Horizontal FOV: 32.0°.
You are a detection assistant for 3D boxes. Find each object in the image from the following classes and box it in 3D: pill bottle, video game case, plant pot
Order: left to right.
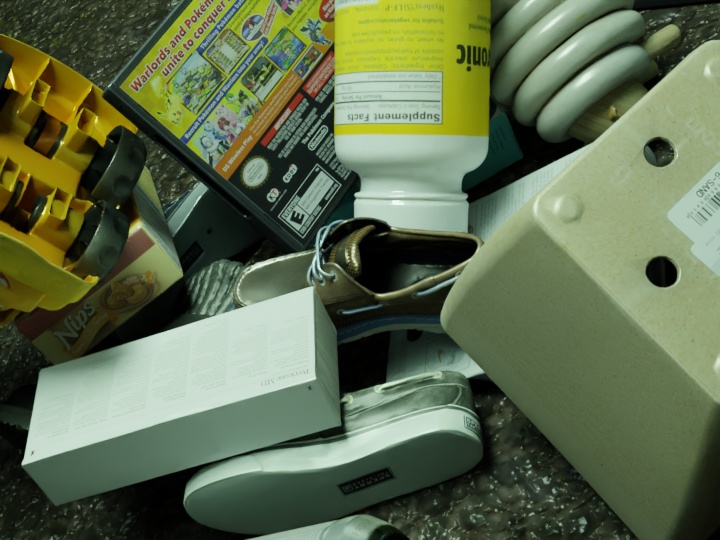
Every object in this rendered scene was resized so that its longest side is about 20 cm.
[{"bbox_3d":[-0.061,-0.141,0.927,0.201,0.180,0.025,-55,12,-24],"label":"video game case"},{"bbox_3d":[0.036,-0.126,0.874,0.110,0.111,0.203,4,96,33],"label":"pill bottle"},{"bbox_3d":[0.174,0.002,0.659,0.199,0.177,0.200,-40,71,-10],"label":"plant pot"}]

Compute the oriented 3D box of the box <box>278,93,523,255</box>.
[{"bbox_3d":[0.020,-0.077,0.976,0.198,0.049,0.083,-30,42,3],"label":"box"}]

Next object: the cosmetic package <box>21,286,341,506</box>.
[{"bbox_3d":[-0.112,0.082,0.800,0.197,0.051,0.083,-17,39,11],"label":"cosmetic package"}]

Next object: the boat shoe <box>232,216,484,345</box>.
[{"bbox_3d":[0.000,0.000,0.829,0.197,0.073,0.073,-6,52,17],"label":"boat shoe"}]

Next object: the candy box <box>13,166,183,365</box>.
[{"bbox_3d":[-0.208,-0.023,0.959,0.115,0.055,0.200,-38,32,4],"label":"candy box"}]

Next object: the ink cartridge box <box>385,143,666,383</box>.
[{"bbox_3d":[0.112,0.008,0.860,0.199,0.057,0.164,-29,38,35],"label":"ink cartridge box"}]

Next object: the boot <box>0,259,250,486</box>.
[{"bbox_3d":[-0.160,0.072,0.922,0.208,0.080,0.159,2,54,26],"label":"boot"}]

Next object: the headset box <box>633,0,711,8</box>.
[{"bbox_3d":[0.226,-0.286,0.975,0.197,0.150,0.078,0,50,29],"label":"headset box"}]

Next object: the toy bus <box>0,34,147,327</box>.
[{"bbox_3d":[-0.254,-0.029,0.851,0.192,0.135,0.201,-44,28,27],"label":"toy bus"}]

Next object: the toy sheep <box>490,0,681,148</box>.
[{"bbox_3d":[0.147,-0.172,0.921,0.137,0.138,0.201,-36,76,-5],"label":"toy sheep"}]

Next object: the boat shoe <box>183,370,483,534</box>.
[{"bbox_3d":[-0.019,0.116,0.809,0.197,0.071,0.064,-15,44,7],"label":"boat shoe"}]

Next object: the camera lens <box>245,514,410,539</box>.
[{"bbox_3d":[-0.052,0.223,0.655,0.197,0.161,0.161,-16,44,17],"label":"camera lens"}]

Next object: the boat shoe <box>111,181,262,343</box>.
[{"bbox_3d":[-0.150,-0.031,1.019,0.200,0.071,0.090,-47,38,-20],"label":"boat shoe"}]
